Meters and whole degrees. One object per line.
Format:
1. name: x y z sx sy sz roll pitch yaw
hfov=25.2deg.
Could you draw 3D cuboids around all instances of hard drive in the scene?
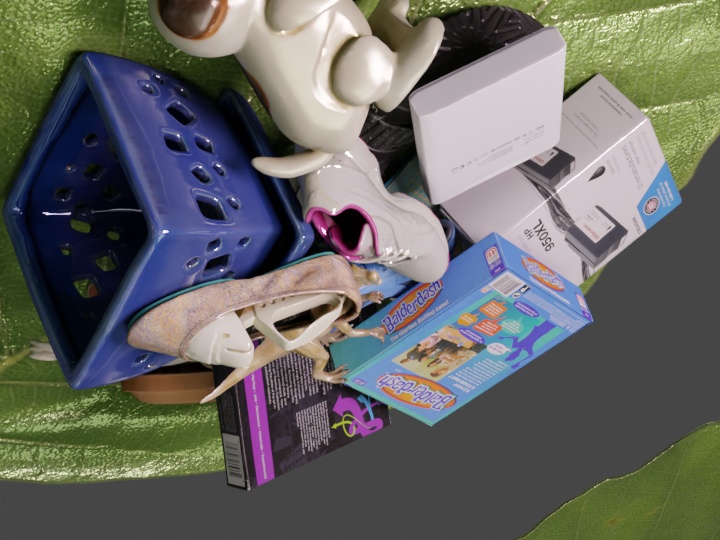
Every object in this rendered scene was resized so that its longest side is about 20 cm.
1. hard drive: 0.108 -0.126 1.356 0.131 0.027 0.200 -26 162 -3

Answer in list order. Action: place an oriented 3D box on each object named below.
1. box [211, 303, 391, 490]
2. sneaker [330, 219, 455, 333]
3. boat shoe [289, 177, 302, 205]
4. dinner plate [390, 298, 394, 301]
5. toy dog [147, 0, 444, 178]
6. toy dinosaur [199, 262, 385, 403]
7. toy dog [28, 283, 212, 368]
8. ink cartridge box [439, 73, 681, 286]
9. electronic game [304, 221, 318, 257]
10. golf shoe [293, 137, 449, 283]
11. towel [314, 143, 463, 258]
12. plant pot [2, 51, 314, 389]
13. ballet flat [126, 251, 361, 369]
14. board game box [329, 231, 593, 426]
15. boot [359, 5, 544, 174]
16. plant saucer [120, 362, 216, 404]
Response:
1. box: -0.053 0.104 1.505 0.036 0.145 0.199 5 -164 43
2. sneaker: 0.000 0.000 1.463 0.199 0.066 0.079 -20 153 -26
3. boat shoe: -0.097 -0.022 1.462 0.065 0.072 0.201 25 136 -5
4. dinner plate: 0.106 -0.031 1.632 0.198 0.024 0.201 -14 145 -10
5. toy dog: -0.069 -0.189 1.239 0.199 0.140 0.194 29 112 -23
6. toy dinosaur: -0.047 0.054 1.400 0.200 0.059 0.101 -39 133 22
7. toy dog: -0.201 0.041 1.497 0.198 0.097 0.132 0 168 20
8. ink cartridge box: 0.191 -0.064 1.532 0.199 0.084 0.145 -39 140 -1
9. electronic game: -0.075 0.015 1.584 0.198 0.042 0.201 -8 137 -8
10. golf shoe: 0.008 -0.033 1.358 0.075 0.092 0.200 -20 137 30
11. towel: 0.061 -0.038 1.548 0.147 0.022 0.200 -43 141 14
12. plant pot: -0.162 -0.039 1.343 0.178 0.201 0.200 0 140 -38
13. ballet flat: -0.084 0.038 1.272 0.198 0.068 0.068 -19 151 -24
14. board game box: 0.093 0.059 1.496 0.199 0.045 0.152 -35 141 22
15. boot: 0.062 -0.148 1.403 0.210 0.080 0.158 -15 158 -34
16. plant saucer: -0.136 0.108 1.586 0.198 0.033 0.200 -4 180 0
